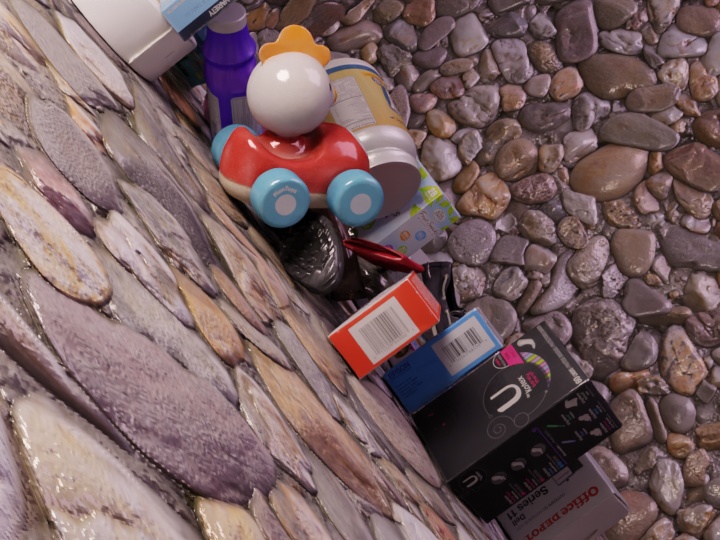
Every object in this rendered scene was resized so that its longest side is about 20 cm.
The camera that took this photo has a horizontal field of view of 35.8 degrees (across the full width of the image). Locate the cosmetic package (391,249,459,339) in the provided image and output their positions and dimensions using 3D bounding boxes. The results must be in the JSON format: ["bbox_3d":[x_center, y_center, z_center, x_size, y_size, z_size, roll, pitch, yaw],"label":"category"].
[{"bbox_3d":[0.086,0.045,1.807,0.200,0.081,0.113,47,39,-49],"label":"cosmetic package"}]

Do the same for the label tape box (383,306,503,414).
[{"bbox_3d":[0.112,0.112,1.448,0.066,0.143,0.200,54,5,4],"label":"label tape box"}]

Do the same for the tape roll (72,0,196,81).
[{"bbox_3d":[-0.280,-0.320,1.301,0.202,0.071,0.202,53,4,-6],"label":"tape roll"}]

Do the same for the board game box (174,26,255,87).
[{"bbox_3d":[-0.235,-0.328,1.513,0.151,0.047,0.200,51,-15,-19],"label":"board game box"}]

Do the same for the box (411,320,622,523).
[{"bbox_3d":[0.182,0.177,1.310,0.106,0.200,0.122,49,6,-37],"label":"box"}]

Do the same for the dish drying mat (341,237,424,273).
[{"bbox_3d":[0.032,-0.017,1.382,0.077,0.018,0.200,16,-3,11],"label":"dish drying mat"}]

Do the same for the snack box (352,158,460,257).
[{"bbox_3d":[0.024,-0.080,1.654,0.068,0.200,0.169,48,6,-42],"label":"snack box"}]

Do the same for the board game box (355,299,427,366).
[{"bbox_3d":[0.077,0.122,1.642,0.200,0.041,0.200,48,7,-41],"label":"board game box"}]

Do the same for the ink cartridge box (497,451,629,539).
[{"bbox_3d":[0.231,0.267,1.456,0.200,0.147,0.083,56,7,37],"label":"ink cartridge box"}]

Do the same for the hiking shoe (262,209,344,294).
[{"bbox_3d":[-0.047,-0.021,1.312,0.101,0.076,0.200,46,7,-33],"label":"hiking shoe"}]

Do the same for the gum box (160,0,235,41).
[{"bbox_3d":[-0.151,-0.345,1.268,0.045,0.170,0.200,50,6,-22],"label":"gum box"}]

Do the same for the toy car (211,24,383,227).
[{"bbox_3d":[-0.065,-0.174,1.256,0.177,0.200,0.184,-2,27,-24],"label":"toy car"}]

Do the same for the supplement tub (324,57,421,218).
[{"bbox_3d":[-0.007,-0.184,1.571,0.145,0.145,0.200,45,18,-57],"label":"supplement tub"}]

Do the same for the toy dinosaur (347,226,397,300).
[{"bbox_3d":[0.000,0.000,1.537,0.200,0.077,0.102,40,-22,14],"label":"toy dinosaur"}]

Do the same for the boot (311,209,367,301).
[{"bbox_3d":[-0.049,-0.033,1.479,0.186,0.064,0.200,102,-34,-69],"label":"boot"}]

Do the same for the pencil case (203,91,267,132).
[{"bbox_3d":[-0.146,-0.200,1.585,0.200,0.083,0.087,40,25,-62],"label":"pencil case"}]

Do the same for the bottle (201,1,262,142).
[{"bbox_3d":[-0.156,-0.230,1.354,0.200,0.065,0.084,91,-15,-46],"label":"bottle"}]

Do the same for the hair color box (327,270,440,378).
[{"bbox_3d":[0.032,0.058,1.293,0.064,0.111,0.200,53,5,2],"label":"hair color box"}]

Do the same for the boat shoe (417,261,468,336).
[{"bbox_3d":[0.141,0.077,1.731,0.073,0.063,0.200,-73,145,-70],"label":"boat shoe"}]
